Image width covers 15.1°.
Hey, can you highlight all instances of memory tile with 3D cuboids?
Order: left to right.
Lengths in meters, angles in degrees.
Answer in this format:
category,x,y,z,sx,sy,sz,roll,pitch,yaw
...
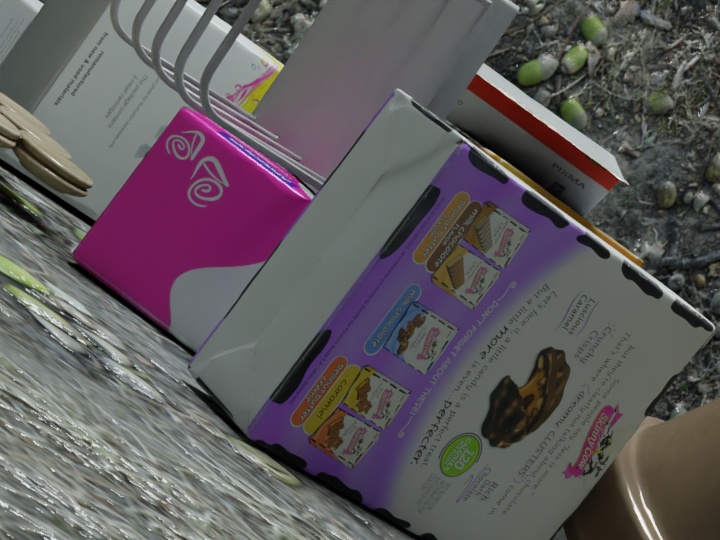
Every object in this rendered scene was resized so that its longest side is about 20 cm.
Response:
category,x,y,z,sx,sy,sz,roll,pitch,yaw
memory tile,-0.237,-0.108,1.462,0.200,0.017,0.153,34,4,-28

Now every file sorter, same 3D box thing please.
category,x,y,z,sx,sy,sz,roll,pitch,yaw
file sorter,-0.035,-0.132,1.439,0.124,0.139,0.200,32,5,-25

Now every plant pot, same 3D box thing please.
category,x,y,z,sx,sy,sz,roll,pitch,yaw
plant pot,0.228,0.125,1.369,0.200,0.175,0.200,43,21,-21

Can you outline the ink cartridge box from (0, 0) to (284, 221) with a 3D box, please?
category,x,y,z,sx,sy,sz,roll,pitch,yaw
ink cartridge box,-0.115,-0.088,1.692,0.200,0.145,0.145,35,2,-21

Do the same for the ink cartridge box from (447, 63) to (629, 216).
category,x,y,z,sx,sy,sz,roll,pitch,yaw
ink cartridge box,0.091,-0.093,1.734,0.162,0.057,0.200,36,11,-2

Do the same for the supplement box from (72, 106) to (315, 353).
category,x,y,z,sx,sy,sz,roll,pitch,yaw
supplement box,-0.069,-0.014,1.475,0.101,0.103,0.200,37,5,6

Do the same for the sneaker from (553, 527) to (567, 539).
category,x,y,z,sx,sy,sz,roll,pitch,yaw
sneaker,0.108,0.127,1.466,0.075,0.081,0.200,36,4,-38

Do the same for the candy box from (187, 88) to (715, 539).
category,x,y,z,sx,sy,sz,roll,pitch,yaw
candy box,0.046,0.038,1.300,0.200,0.168,0.072,34,5,-38

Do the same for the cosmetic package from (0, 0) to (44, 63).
category,x,y,z,sx,sy,sz,roll,pitch,yaw
cosmetic package,-0.240,-0.156,2.063,0.101,0.071,0.200,33,4,-40

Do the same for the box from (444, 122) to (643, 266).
category,x,y,z,sx,sy,sz,roll,pitch,yaw
box,0.096,-0.044,1.752,0.119,0.041,0.200,35,1,-18
